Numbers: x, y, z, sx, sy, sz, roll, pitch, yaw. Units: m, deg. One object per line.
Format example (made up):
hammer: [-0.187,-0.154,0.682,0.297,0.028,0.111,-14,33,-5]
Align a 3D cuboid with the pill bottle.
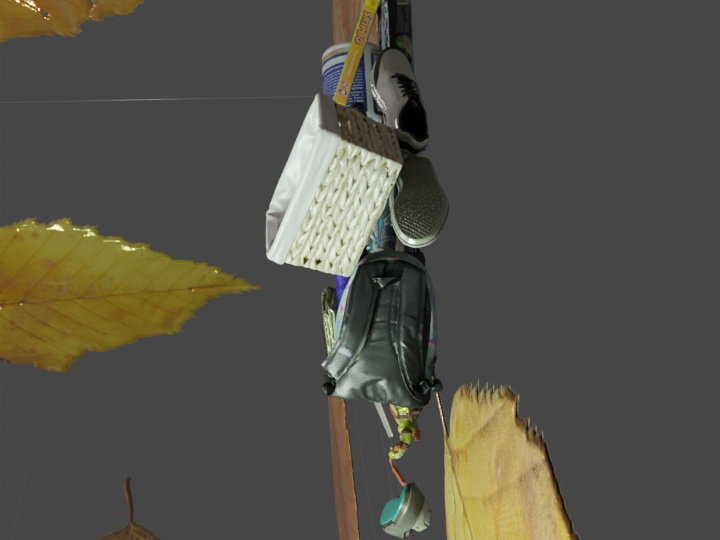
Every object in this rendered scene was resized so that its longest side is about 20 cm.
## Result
pill bottle: [-0.007,-0.289,1.844,0.116,0.114,0.202,111,157,-75]

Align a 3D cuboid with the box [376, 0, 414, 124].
box: [0.054,-0.314,1.602,0.137,0.039,0.202,150,117,-85]

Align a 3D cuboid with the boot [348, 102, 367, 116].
boot: [0.009,-0.202,1.625,0.200,0.069,0.133,114,135,-77]

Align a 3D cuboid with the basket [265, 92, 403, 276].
basket: [-0.036,-0.108,1.390,0.136,0.122,0.201,-99,30,-59]

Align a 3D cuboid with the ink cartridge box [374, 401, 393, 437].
ink cartridge box: [0.032,0.191,1.770,0.200,0.044,0.177,93,152,-81]

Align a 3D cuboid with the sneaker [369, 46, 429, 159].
sneaker: [0.064,-0.234,1.465,0.080,0.073,0.202,125,141,-56]

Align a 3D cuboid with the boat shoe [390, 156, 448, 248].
boat shoe: [0.074,-0.078,1.344,0.201,0.074,0.063,-92,-2,-59]

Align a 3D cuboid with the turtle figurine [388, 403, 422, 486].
turtle figurine: [0.060,0.205,1.570,0.201,0.064,0.162,-85,-20,-50]

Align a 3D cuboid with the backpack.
backpack: [0.031,0.074,1.431,0.127,0.165,0.202,-112,27,-81]

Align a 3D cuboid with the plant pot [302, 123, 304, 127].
plant pot: [-0.047,-0.172,1.987,0.201,0.198,0.200,-107,24,-69]

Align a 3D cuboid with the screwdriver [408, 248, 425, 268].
screwdriver: [0.076,-0.066,1.505,0.029,0.028,0.202,6,102,55]

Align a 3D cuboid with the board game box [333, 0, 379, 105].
board game box: [-0.005,-0.351,1.651,0.096,0.030,0.202,-87,13,-74]

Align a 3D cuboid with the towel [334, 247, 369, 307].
towel: [-0.014,0.025,1.572,0.148,0.049,0.202,4,-105,-75]

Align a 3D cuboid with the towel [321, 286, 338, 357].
towel: [-0.039,0.112,1.723,0.200,0.036,0.150,-108,12,-80]

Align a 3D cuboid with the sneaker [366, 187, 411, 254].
sneaker: [0.034,-0.047,1.560,0.078,0.085,0.202,46,-134,-71]

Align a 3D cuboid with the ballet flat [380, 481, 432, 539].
ballet flat: [0.075,0.353,1.534,0.200,0.063,0.068,111,-178,-69]
